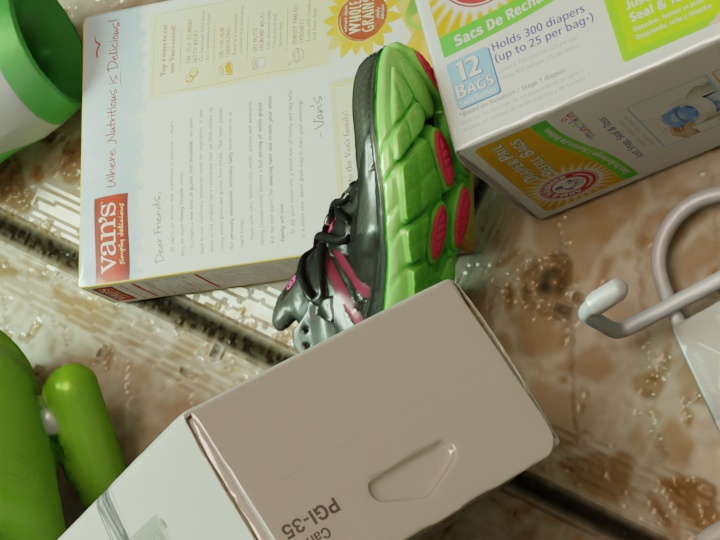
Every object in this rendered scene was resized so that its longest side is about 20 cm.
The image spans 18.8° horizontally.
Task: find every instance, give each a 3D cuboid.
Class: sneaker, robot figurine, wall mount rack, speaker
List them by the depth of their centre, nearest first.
[{"bbox_3d":[0.190,0.030,0.883,0.173,0.075,0.201,-30,64,16],"label":"wall mount rack"},{"bbox_3d":[0.000,0.000,0.955,0.083,0.077,0.201,9,101,25],"label":"sneaker"},{"bbox_3d":[-0.200,0.099,1.019,0.175,0.116,0.200,-19,44,-1],"label":"robot figurine"},{"bbox_3d":[-0.241,-0.077,1.128,0.199,0.088,0.089,-25,65,18],"label":"speaker"}]

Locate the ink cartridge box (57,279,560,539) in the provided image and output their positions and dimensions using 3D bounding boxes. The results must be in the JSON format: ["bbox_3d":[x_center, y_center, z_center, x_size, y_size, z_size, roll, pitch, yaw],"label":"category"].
[{"bbox_3d":[-0.034,0.099,0.877,0.083,0.146,0.200,57,142,9],"label":"ink cartridge box"}]

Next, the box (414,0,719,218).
[{"bbox_3d":[0.133,-0.119,0.942,0.199,0.101,0.113,-23,66,19],"label":"box"}]

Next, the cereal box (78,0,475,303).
[{"bbox_3d":[-0.043,-0.068,1.050,0.199,0.039,0.145,-7,73,25],"label":"cereal box"}]
